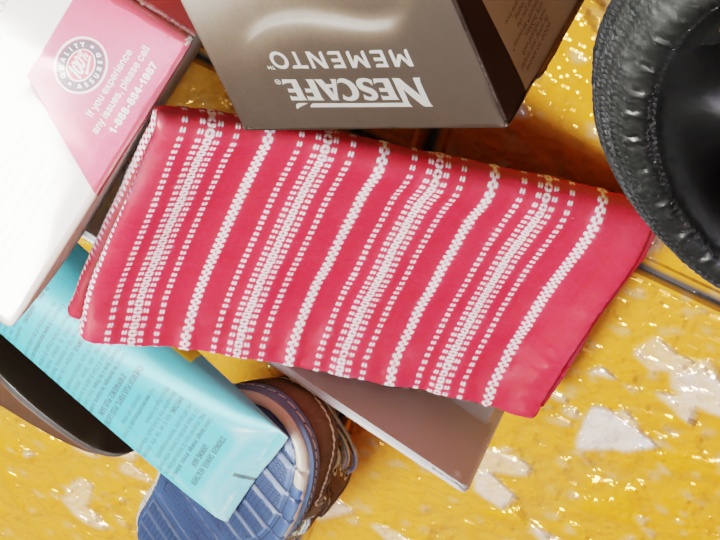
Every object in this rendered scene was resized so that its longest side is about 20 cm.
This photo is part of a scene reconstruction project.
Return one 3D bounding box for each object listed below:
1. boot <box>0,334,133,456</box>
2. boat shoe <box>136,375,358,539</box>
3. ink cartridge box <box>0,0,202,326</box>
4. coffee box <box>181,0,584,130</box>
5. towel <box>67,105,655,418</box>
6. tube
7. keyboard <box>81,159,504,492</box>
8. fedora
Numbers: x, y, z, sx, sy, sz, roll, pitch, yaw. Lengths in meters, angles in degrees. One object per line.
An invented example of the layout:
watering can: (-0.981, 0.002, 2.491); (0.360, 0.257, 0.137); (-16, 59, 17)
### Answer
boot: (-0.198, 0.058, 1.282); (0.186, 0.064, 0.200); (43, 140, 5)
boat shoe: (-0.044, 0.084, 1.200); (0.072, 0.072, 0.200); (55, 153, 7)
ink cartridge box: (-0.169, -0.099, 1.030); (0.200, 0.083, 0.147); (33, 117, -3)
coffee box: (-0.014, -0.146, 0.915); (0.114, 0.080, 0.200); (1, 134, 33)
towel: (0.000, 0.000, 1.056); (0.200, 0.023, 0.145); (11, 143, -16)
tube: (-0.117, 0.021, 1.129); (0.200, 0.050, 0.077); (42, 147, 6)
keyboard: (-0.029, 0.018, 1.131); (0.200, 0.056, 0.011); (34, 141, -5)
fedora: (0.171, -0.065, 0.876); (0.200, 0.092, 0.201); (19, 145, 14)
